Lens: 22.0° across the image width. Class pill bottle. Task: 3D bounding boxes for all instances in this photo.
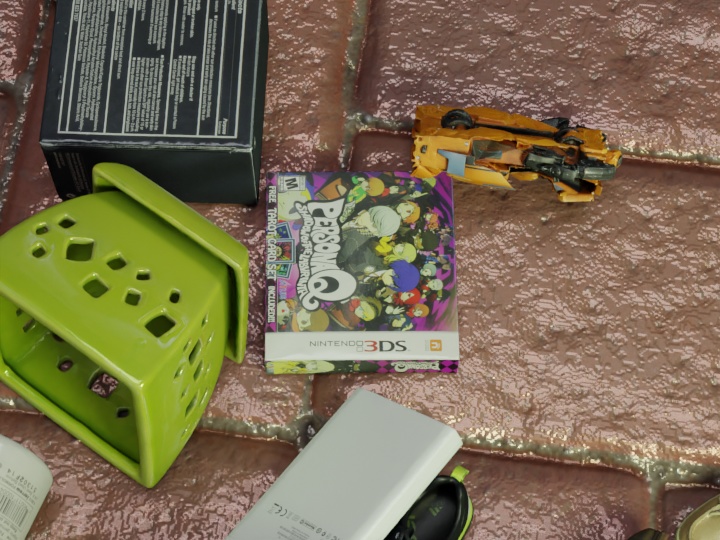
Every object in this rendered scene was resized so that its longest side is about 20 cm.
[{"bbox_3d":[-0.354,0.238,1.574,0.114,0.114,0.200,20,66,10],"label":"pill bottle"}]

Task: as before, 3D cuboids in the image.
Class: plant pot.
[{"bbox_3d":[-0.206,0.038,1.631,0.199,0.200,0.182,33,61,16],"label":"plant pot"}]

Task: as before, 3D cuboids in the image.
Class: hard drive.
[{"bbox_3d":[-0.019,0.197,1.607,0.132,0.027,0.200,20,61,47],"label":"hard drive"}]

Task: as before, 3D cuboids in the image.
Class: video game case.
[{"bbox_3d":[0.000,0.000,1.732,0.181,0.036,0.201,0,64,-1],"label":"video game case"}]

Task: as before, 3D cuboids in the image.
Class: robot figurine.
[{"bbox_3d":[0.147,-0.112,1.753,0.199,0.058,0.145,9,23,-1],"label":"robot figurine"}]

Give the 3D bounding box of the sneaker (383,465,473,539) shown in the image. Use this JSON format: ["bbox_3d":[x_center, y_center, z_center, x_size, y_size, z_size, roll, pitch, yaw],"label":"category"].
[{"bbox_3d":[0.031,0.250,1.583,0.072,0.083,0.200,27,67,13],"label":"sneaker"}]

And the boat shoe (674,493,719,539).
[{"bbox_3d":[0.370,0.207,1.613,0.200,0.063,0.073,-15,64,-7],"label":"boat shoe"}]

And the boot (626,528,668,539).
[{"bbox_3d":[0.169,0.269,1.578,0.200,0.075,0.097,-42,74,-16],"label":"boot"}]

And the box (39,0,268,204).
[{"bbox_3d":[-0.191,-0.175,1.771,0.198,0.123,0.201,2,66,2],"label":"box"}]
